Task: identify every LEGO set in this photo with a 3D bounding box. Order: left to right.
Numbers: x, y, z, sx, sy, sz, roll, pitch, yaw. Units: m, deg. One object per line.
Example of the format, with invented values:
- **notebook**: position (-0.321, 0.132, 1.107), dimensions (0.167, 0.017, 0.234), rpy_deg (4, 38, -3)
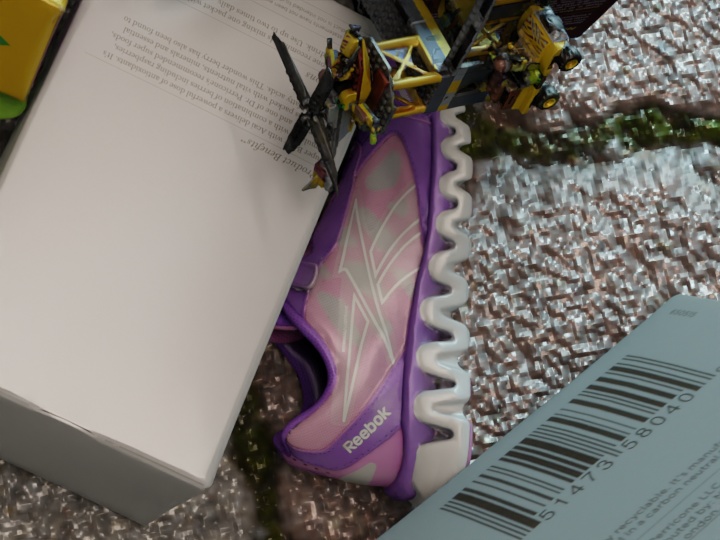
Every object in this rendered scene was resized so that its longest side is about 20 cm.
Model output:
- **LEGO set**: position (-0.012, -0.139, 0.790), dimensions (0.115, 0.154, 0.201), rpy_deg (-14, 69, -29)

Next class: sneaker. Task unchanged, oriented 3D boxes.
- **sneaker**: position (0.000, 0.000, 0.926), dimensions (0.088, 0.081, 0.202), rpy_deg (2, 77, -7)

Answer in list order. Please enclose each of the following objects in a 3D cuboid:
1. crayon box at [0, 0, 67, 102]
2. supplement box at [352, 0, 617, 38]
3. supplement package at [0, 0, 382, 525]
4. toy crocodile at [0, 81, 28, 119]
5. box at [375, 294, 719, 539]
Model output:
- **crayon box**: position (-0.178, -0.179, 0.853), dimensions (0.171, 0.058, 0.201), rpy_deg (24, 44, -13)
- **supplement box**: position (0.071, -0.148, 0.913), dimensions (0.108, 0.200, 0.061), rpy_deg (-10, 79, -18)
- **supplement package**: position (-0.089, -0.019, 0.879), dimensions (0.121, 0.120, 0.201), rpy_deg (26, 71, -10)
- **toy crocodile**: position (-0.222, -0.053, 0.851), dimensions (0.198, 0.068, 0.062), rpy_deg (-12, 122, 1)
- **box**: position (0.144, 0.142, 0.843), dimensions (0.199, 0.200, 0.172), rpy_deg (-36, 113, -21)
